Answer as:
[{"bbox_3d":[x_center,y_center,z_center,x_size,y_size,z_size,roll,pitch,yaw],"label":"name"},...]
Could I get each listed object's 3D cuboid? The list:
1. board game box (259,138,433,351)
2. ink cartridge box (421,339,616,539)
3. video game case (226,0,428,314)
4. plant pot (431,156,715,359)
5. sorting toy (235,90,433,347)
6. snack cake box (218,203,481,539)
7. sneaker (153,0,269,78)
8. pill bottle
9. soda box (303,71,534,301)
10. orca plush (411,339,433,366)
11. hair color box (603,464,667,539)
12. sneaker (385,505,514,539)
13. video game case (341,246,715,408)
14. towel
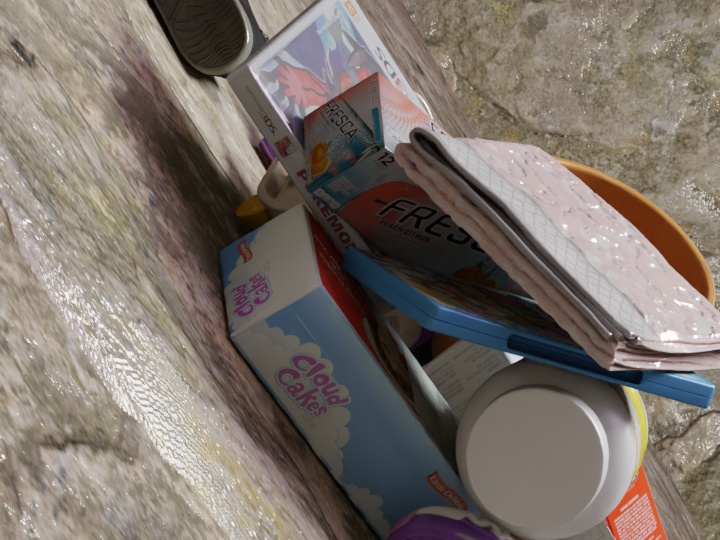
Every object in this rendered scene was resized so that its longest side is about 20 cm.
[{"bbox_3d":[0.021,-0.042,1.844,0.201,0.120,0.032,59,-7,3],"label":"board game box"},{"bbox_3d":[0.112,0.142,1.663,0.047,0.160,0.200,-27,83,-36],"label":"ink cartridge box"},{"bbox_3d":[0.001,-0.086,1.573,0.183,0.023,0.200,57,27,-9],"label":"video game case"},{"bbox_3d":[0.142,0.031,1.744,0.199,0.140,0.200,18,34,-13],"label":"plant pot"},{"bbox_3d":[0.000,0.000,1.680,0.200,0.106,0.181,-62,137,-59],"label":"sorting toy"},{"bbox_3d":[-0.006,0.070,1.490,0.200,0.067,0.115,55,12,-26],"label":"snack cake box"},{"bbox_3d":[-0.132,-0.232,1.806,0.106,0.075,0.201,37,32,-79],"label":"sneaker"},{"bbox_3d":[0.120,0.108,1.487,0.113,0.113,0.200,60,9,4],"label":"pill bottle"},{"bbox_3d":[0.049,-0.039,1.517,0.200,0.063,0.069,37,35,-38],"label":"soda box"},{"bbox_3d":[0.062,0.050,1.922,0.105,0.071,0.200,56,9,-20],"label":"orca plush"},{"bbox_3d":[0.176,0.227,1.726,0.061,0.101,0.201,-31,105,-44],"label":"hair color box"},{"bbox_3d":[0.081,0.235,1.431,0.200,0.080,0.088,55,28,-5],"label":"sneaker"},{"bbox_3d":[0.101,0.034,1.454,0.199,0.018,0.143,17,8,-25],"label":"video game case"},{"bbox_3d":[0.132,-0.014,1.452,0.200,0.032,0.191,46,20,23],"label":"towel"}]
